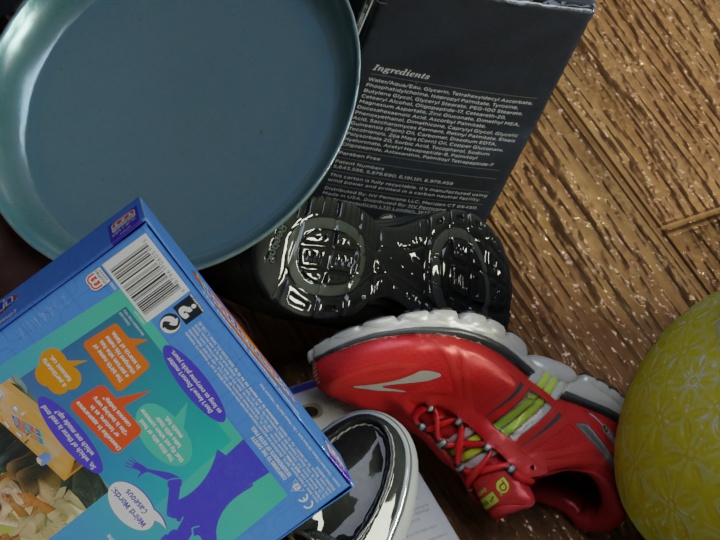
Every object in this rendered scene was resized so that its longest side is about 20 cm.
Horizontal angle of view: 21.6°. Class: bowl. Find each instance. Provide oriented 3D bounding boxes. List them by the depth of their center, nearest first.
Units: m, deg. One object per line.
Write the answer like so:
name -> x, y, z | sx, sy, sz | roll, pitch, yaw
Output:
bowl -> 0.219, 0.055, 0.900 | 0.200, 0.108, 0.200 | -6, 37, 5

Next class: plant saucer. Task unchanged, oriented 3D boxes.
plant saucer -> -0.093, -0.085, 0.929 | 0.200, 0.027, 0.200 | -6, 68, 14

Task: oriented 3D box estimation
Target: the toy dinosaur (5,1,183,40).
toy dinosaur -> -0.122, -0.109, 1.018 | 0.102, 0.200, 0.077 | 17, 74, -34

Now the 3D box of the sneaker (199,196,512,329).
sneaker -> 0.000, 0.000, 0.994 | 0.200, 0.091, 0.076 | 16, 78, -42

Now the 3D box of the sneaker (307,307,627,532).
sneaker -> 0.064, 0.080, 0.942 | 0.200, 0.077, 0.085 | 21, 55, -27

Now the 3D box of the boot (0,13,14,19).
boot -> -0.187, -0.175, 1.103 | 0.200, 0.075, 0.097 | 19, 71, -8

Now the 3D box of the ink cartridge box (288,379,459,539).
ink cartridge box -> 0.000, 0.147, 0.917 | 0.099, 0.039, 0.200 | -16, 61, -27

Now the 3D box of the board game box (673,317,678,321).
board game box -> 0.239, 0.101, 0.964 | 0.151, 0.047, 0.200 | -2, 37, 10

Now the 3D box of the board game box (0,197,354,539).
board game box -> -0.128, 0.089, 0.803 | 0.200, 0.045, 0.152 | -36, 108, 0

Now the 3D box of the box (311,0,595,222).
box -> 0.033, -0.157, 1.061 | 0.124, 0.197, 0.200 | 7, 52, -13

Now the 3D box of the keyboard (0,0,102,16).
keyboard -> -0.127, -0.194, 1.034 | 0.200, 0.040, 0.104 | -26, 42, -28

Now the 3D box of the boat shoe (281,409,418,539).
boat shoe -> -0.039, 0.143, 0.851 | 0.069, 0.057, 0.200 | 29, 71, 19

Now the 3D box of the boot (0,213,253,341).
boot -> -0.141, 0.028, 0.896 | 0.200, 0.072, 0.166 | 12, 14, -17
